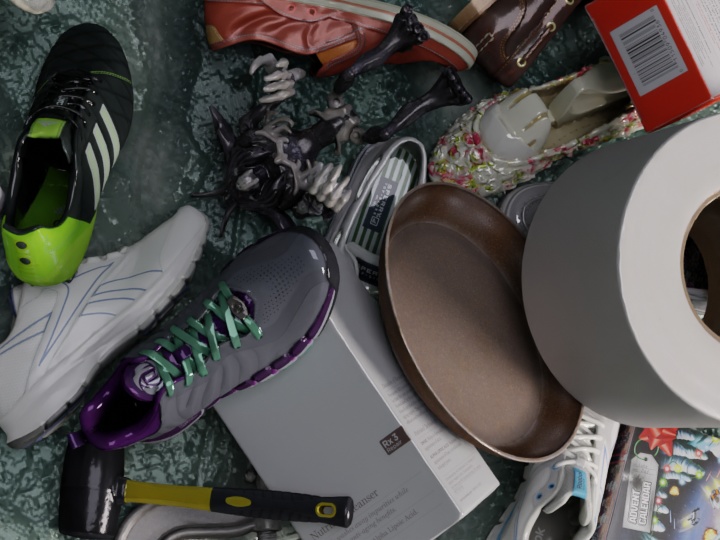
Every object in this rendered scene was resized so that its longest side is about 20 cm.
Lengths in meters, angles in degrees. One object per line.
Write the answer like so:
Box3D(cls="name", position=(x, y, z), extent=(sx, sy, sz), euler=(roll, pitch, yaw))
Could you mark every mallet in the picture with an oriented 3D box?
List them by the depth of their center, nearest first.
Box3D(cls="mallet", position=(-0.103, 0.156, 1.188), extent=(0.198, 0.041, 0.067), euler=(11, 83, 17))

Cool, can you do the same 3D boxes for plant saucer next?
Box3D(cls="plant saucer", position=(0.076, 0.038, 1.240), extent=(0.199, 0.032, 0.202), euler=(30, 45, -34))

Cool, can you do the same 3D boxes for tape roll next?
Box3D(cls="tape roll", position=(0.224, 0.004, 1.229), extent=(0.201, 0.139, 0.205), euler=(2, 84, -21))

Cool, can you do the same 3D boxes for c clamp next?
Box3D(cls="c clamp", position=(-0.083, 0.224, 1.231), extent=(0.169, 0.027, 0.202), euler=(6, 79, -16))

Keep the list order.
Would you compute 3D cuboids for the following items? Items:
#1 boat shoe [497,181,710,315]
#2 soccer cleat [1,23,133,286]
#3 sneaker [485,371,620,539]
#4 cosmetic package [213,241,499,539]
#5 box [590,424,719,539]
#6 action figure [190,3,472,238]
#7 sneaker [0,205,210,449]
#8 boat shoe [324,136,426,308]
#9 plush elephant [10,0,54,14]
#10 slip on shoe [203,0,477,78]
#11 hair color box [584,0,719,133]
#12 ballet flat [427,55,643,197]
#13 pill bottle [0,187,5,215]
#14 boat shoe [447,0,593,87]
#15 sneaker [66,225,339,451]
Box3D(cls="boat shoe", position=(0.195, -0.015, 1.331), extent=(0.199, 0.068, 0.073), euler=(24, 75, -12))
Box3D(cls="soccer cleat", position=(-0.190, -0.086, 1.202), extent=(0.067, 0.081, 0.202), euler=(4, 61, 6))
Box3D(cls="sneaker", position=(0.146, 0.140, 1.283), extent=(0.074, 0.087, 0.202), euler=(19, 75, -10))
Box3D(cls="cosmetic package", position=(-0.015, 0.095, 1.209), extent=(0.113, 0.081, 0.201), euler=(-39, 85, 23))
Box3D(cls="box", position=(0.226, 0.216, 1.317), extent=(0.136, 0.040, 0.202), euler=(20, 76, -11))
Box3D(cls="action figure", position=(-0.031, -0.093, 1.234), extent=(0.199, 0.102, 0.119), euler=(-35, 84, 7))
Box3D(cls="sneaker", position=(-0.178, 0.022, 1.216), extent=(0.087, 0.075, 0.200), euler=(44, 71, 1))
Box3D(cls="boat shoe", position=(0.000, 0.000, 1.272), extent=(0.073, 0.067, 0.202), euler=(13, 78, -14))
Box3D(cls="plush elephant", position=(-0.283, -0.216, 1.185), extent=(0.154, 0.200, 0.166), euler=(-1, 73, -35))
Box3D(cls="slip on shoe", position=(-0.016, -0.163, 1.297), extent=(0.198, 0.074, 0.062), euler=(10, 93, -12))
Box3D(cls="hair color box", position=(0.247, -0.172, 1.325), extent=(0.199, 0.061, 0.102), euler=(-23, 87, -52))
Box3D(cls="ballet flat", position=(0.137, -0.114, 1.332), extent=(0.199, 0.064, 0.076), euler=(-26, 71, -19))
Box3D(cls="pill bottle", position=(-0.316, 0.012, 1.153), extent=(0.113, 0.113, 0.201), euler=(30, 74, -10))
Box3D(cls="boat shoe", position=(0.154, -0.215, 1.353), extent=(0.200, 0.070, 0.070), euler=(-43, 87, -10))
Box3D(cls="sneaker", position=(-0.096, 0.052, 1.143), extent=(0.200, 0.087, 0.075), euler=(-43, 82, 25))
